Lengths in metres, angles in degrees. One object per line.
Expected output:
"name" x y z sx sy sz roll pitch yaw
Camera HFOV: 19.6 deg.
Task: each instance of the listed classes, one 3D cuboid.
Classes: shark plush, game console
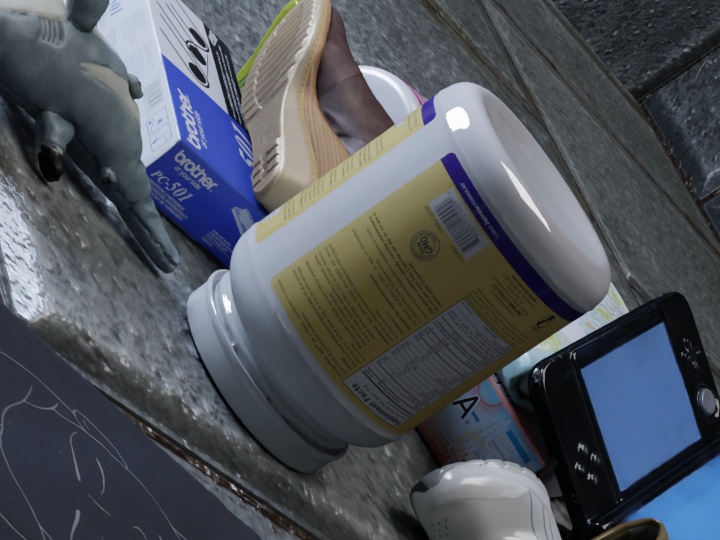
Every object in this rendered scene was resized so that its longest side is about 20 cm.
"shark plush" -0.162 -0.078 1.098 0.083 0.091 0.200 -70 147 -50
"game console" 0.225 0.109 1.357 0.200 0.116 0.176 -23 96 -51

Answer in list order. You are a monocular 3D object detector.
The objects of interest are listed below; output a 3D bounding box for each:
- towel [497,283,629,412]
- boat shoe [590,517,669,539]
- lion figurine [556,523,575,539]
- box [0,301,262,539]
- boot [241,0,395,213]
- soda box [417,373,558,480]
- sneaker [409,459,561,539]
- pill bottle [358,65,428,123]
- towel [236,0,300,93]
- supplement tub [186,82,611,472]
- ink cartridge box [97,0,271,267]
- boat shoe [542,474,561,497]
"towel" 0.140 0.044 1.469 0.200 0.048 0.171 26 26 -42
"boat shoe" 0.095 0.184 1.114 0.073 0.063 0.200 21 25 37
"lion figurine" 0.190 0.197 1.529 0.200 0.072 0.123 42 51 -62
"box" -0.123 0.114 0.582 0.197 0.124 0.200 49 16 -30
"boot" 0.008 -0.067 1.299 0.166 0.072 0.200 32 40 -26
"soda box" 0.057 0.065 1.416 0.200 0.064 0.068 59 15 11
"sneaker" 0.101 0.189 1.269 0.200 0.074 0.087 46 22 -32
"pill bottle" 0.031 -0.068 1.531 0.113 0.113 0.200 62 15 25
"towel" -0.048 -0.101 1.414 0.018 0.086 0.200 18 32 -27
"supplement tub" 0.020 0.007 1.142 0.145 0.200 0.145 50 15 -19
"ink cartridge box" -0.109 -0.099 1.276 0.094 0.044 0.200 43 19 -37
"boat shoe" 0.153 0.126 1.585 0.066 0.072 0.200 49 14 22
